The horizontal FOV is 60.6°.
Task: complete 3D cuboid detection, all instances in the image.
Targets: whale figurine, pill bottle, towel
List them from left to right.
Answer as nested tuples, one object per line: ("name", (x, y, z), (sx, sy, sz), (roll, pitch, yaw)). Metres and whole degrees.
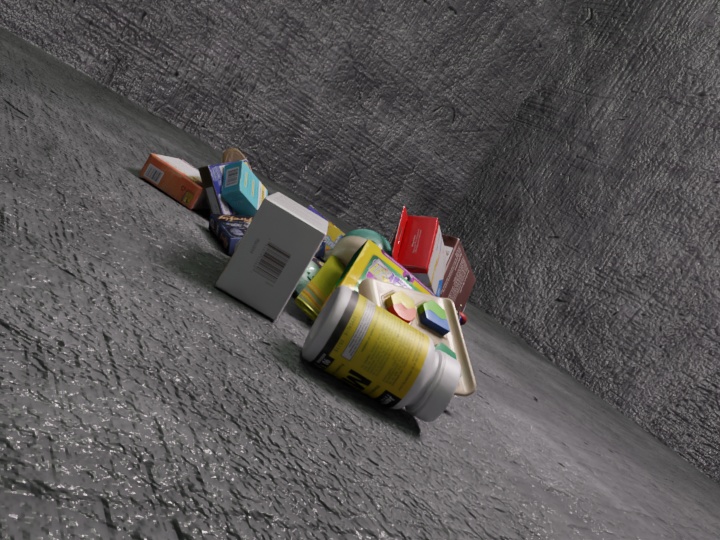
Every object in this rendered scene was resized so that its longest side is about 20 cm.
("towel", (-0.049, 0.037, 1.086), (0.086, 0.018, 0.200), (45, 28, -7))
("whale figurine", (0.000, 0.000, 1.241), (0.158, 0.201, 0.104), (32, 49, 7))
("pill bottle", (0.030, 0.117, 0.840), (0.199, 0.115, 0.114), (31, 7, -8))

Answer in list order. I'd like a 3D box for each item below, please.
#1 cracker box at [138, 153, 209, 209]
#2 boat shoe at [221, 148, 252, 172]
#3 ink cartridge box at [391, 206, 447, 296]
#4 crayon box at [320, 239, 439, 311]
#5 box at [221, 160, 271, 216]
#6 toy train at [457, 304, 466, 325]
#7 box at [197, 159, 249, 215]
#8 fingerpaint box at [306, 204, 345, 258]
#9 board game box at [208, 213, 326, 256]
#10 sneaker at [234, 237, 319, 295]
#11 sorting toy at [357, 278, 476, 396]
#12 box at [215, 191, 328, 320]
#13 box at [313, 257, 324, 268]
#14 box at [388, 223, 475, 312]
("cracker box", (-0.393, -0.197, 1.388), (0.133, 0.058, 0.200), (34, 8, 0))
("boat shoe", (-0.291, -0.194, 1.496), (0.073, 0.202, 0.066), (-21, 13, -24))
("ink cartridge box", (0.121, -0.028, 1.239), (0.066, 0.117, 0.200), (6, -26, 19))
("crayon box", (0.049, 0.067, 1.072), (0.199, 0.058, 0.173), (39, 40, -7))
("box", (-0.239, -0.152, 1.392), (0.200, 0.049, 0.083), (52, 31, -55))
("toy train", (0.157, 0.105, 1.304), (0.115, 0.085, 0.201), (26, -34, 22))
("box", (-0.290, -0.181, 1.385), (0.032, 0.123, 0.200), (-12, 10, 18))
("fingerpaint box", (-0.052, -0.045, 1.450), (0.200, 0.074, 0.167), (40, -3, 14))
("board game box", (-0.184, -0.069, 1.217), (0.198, 0.035, 0.135), (0, 24, -32))
("sneaker", (-0.129, 0.000, 1.122), (0.199, 0.074, 0.118), (25, 13, -41))
("sorting toy", (0.097, 0.106, 1.005), (0.198, 0.036, 0.187), (13, 51, -33))
("box", (-0.133, -0.031, 0.983), (0.106, 0.153, 0.200), (30, 6, -7))
("box", (-0.148, -0.028, 1.346), (0.198, 0.050, 0.200), (29, 7, -35))
("box", (0.151, 0.025, 1.444), (0.163, 0.167, 0.200), (15, -22, 29))
